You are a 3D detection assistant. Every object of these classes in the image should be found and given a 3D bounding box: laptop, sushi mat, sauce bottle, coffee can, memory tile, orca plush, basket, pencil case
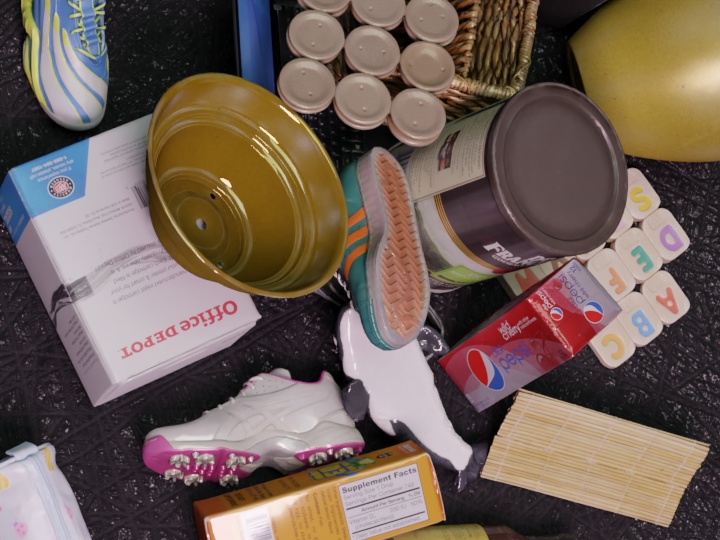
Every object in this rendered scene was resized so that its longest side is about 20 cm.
[{"bbox_3d":[-0.033,-0.182,1.640,0.198,0.103,0.179,2,73,-20],"label":"laptop"},{"bbox_3d":[0.211,0.170,1.637,0.198,0.096,0.012,17,28,-16],"label":"sushi mat"},{"bbox_3d":[0.095,0.251,1.571,0.198,0.065,0.065,-1,73,-20],"label":"sauce bottle"},{"bbox_3d":[0.116,-0.069,1.592,0.145,0.199,0.148,7,77,-31],"label":"coffee can"},{"bbox_3d":[0.012,-0.208,1.571,0.152,0.017,0.202,13,62,-8],"label":"memory tile"},{"bbox_3d":[0.037,0.100,1.594,0.199,0.071,0.106,38,82,-22],"label":"orca plush"},{"bbox_3d":[0.066,-0.246,1.647,0.142,0.148,0.202,33,57,-35],"label":"basket"},{"bbox_3d":[-0.241,0.238,1.431,0.083,0.091,0.201,-23,82,-25],"label":"pencil case"}]

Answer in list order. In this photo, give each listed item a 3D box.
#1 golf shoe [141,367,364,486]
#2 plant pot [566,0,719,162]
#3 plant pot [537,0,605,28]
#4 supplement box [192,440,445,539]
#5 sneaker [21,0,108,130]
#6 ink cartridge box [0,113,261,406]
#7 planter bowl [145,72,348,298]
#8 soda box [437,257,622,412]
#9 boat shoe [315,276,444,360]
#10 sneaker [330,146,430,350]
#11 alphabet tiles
[{"bbox_3d":[-0.095,0.131,1.540,0.198,0.075,0.092,0,64,-29],"label":"golf shoe"},{"bbox_3d":[0.277,-0.187,1.731,0.141,0.200,0.202,-15,78,1],"label":"plant pot"},{"bbox_3d":[0.218,-0.357,1.751,0.199,0.200,0.178,-38,96,-27],"label":"plant pot"},{"bbox_3d":[-0.034,0.201,1.507,0.198,0.066,0.070,-13,98,-13],"label":"supplement box"},{"bbox_3d":[-0.253,-0.227,1.568,0.075,0.105,0.202,-7,75,-23],"label":"sneaker"},{"bbox_3d":[-0.198,-0.009,1.530,0.144,0.084,0.201,-24,82,-28],"label":"ink cartridge box"},{"bbox_3d":[-0.111,-0.053,1.485,0.199,0.083,0.202,23,51,-31],"label":"planter bowl"},{"bbox_3d":[0.143,0.058,1.576,0.070,0.200,0.064,-38,88,-27],"label":"soda box"},{"bbox_3d":[0.000,0.000,1.612,0.199,0.071,0.072,39,64,-5],"label":"boat shoe"},{"bbox_3d":[0.005,-0.007,1.531,0.071,0.080,0.201,33,38,-37],"label":"sneaker"},{"bbox_3d":[0.223,-0.015,1.735,0.199,0.015,0.196,-34,88,-27],"label":"alphabet tiles"}]
